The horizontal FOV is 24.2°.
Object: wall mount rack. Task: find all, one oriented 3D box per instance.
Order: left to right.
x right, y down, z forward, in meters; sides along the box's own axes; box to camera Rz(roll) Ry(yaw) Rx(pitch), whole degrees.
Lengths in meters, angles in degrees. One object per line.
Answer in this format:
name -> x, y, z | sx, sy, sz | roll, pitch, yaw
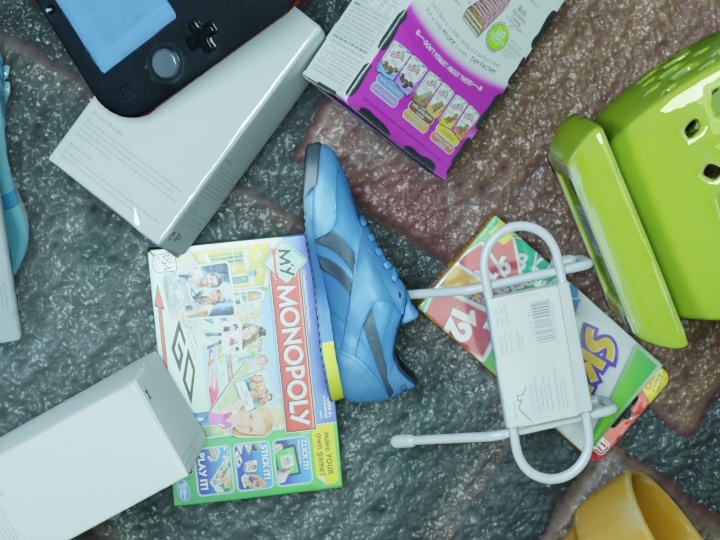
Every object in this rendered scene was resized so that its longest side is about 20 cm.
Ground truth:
wall mount rack -> 0.101, 0.065, 1.278 | 0.173, 0.075, 0.201 | -11, 97, -5

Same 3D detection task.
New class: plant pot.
plant pot -> 0.188, 0.285, 1.279 | 0.183, 0.200, 0.201 | -36, 98, 14
plant pot -> 0.251, -0.058, 1.247 | 0.181, 0.200, 0.200 | -23, 97, 4

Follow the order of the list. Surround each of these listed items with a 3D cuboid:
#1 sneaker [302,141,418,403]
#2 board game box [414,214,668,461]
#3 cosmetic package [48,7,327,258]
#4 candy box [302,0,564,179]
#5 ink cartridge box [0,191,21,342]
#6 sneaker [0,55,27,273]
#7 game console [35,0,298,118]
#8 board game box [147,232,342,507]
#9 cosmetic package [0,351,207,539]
sneaker -> 0.000, 0.000, 1.253 | 0.078, 0.066, 0.201 | -8, 101, 4
board game box -> 0.148, 0.057, 1.328 | 0.200, 0.030, 0.096 | 41, 90, -10
cosmetic package -> -0.123, -0.124, 1.242 | 0.113, 0.081, 0.200 | 38, 89, 9
candy box -> 0.065, -0.187, 1.246 | 0.201, 0.061, 0.136 | -55, 137, 1
ink cartridge box -> -0.344, -0.016, 1.157 | 0.199, 0.043, 0.197 | -7, 137, -11
sneaker -> -0.289, -0.088, 1.239 | 0.079, 0.131, 0.201 | -2, 131, -12
game console -> -0.155, -0.224, 1.156 | 0.176, 0.031, 0.201 | -31, 91, 29
board game box -> -0.089, 0.075, 1.301 | 0.134, 0.029, 0.201 | -6, 95, -5
cosmetic package -> -0.223, 0.149, 1.239 | 0.199, 0.108, 0.085 | -28, 97, 8
